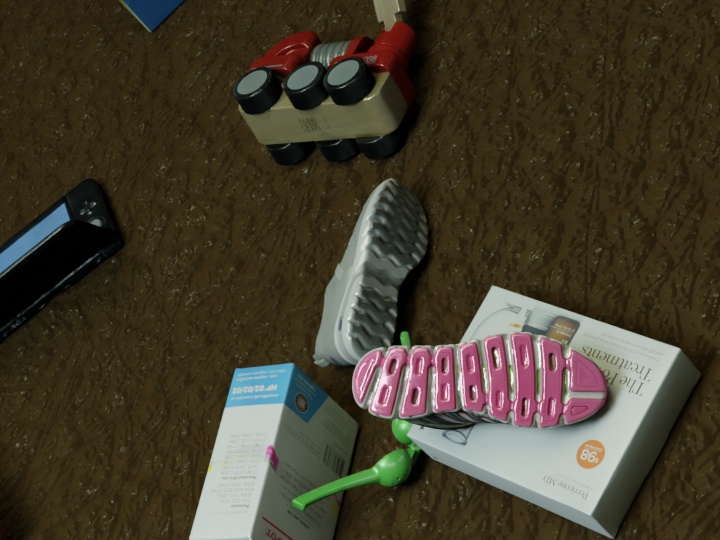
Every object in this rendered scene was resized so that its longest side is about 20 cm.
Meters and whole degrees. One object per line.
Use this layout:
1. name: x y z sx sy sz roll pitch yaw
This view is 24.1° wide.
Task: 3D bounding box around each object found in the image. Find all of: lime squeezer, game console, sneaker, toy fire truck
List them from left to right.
1. game console: -0.365 -0.016 1.791 0.199 0.116 0.177 -36 45 8
2. toy fire truck: -0.020 -0.224 1.700 0.174 0.129 0.201 -2 46 36
3. sneaker: 0.000 0.000 1.539 0.082 0.075 0.201 -20 38 44
4. lime squeezer: 0.021 0.141 1.435 0.070 0.038 0.201 17 53 23
5. sneaker: 0.097 0.089 1.333 0.197 0.087 0.075 -2 84 12

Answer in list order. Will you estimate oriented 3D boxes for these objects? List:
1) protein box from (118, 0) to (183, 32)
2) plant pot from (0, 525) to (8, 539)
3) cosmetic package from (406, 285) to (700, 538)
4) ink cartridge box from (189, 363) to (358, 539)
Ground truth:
1. protein box: -0.255 -0.431 1.955 0.198 0.200 0.135 -43 43 0
2. plant pot: -0.454 0.272 1.600 0.195 0.201 0.200 -47 43 -14
3. cosmetic package: 0.153 0.110 1.364 0.199 0.052 0.152 18 74 43
4. ink cartridge box: -0.075 0.195 1.420 0.067 0.115 0.202 -7 55 32
